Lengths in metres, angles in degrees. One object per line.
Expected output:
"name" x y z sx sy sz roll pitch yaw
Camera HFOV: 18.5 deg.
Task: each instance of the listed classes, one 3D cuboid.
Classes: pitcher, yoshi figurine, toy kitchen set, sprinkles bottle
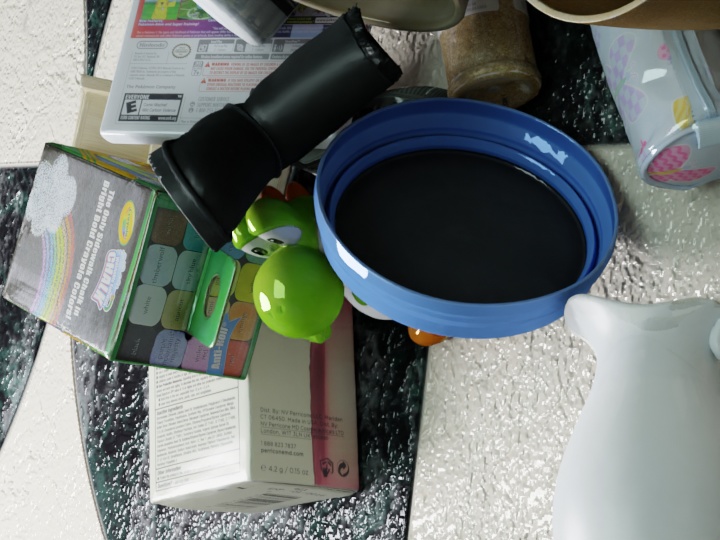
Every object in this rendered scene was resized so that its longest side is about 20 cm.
"pitcher" 0.197 0.109 1.306 0.171 0.121 0.201 -13 60 33
"yoshi figurine" -0.004 0.015 1.495 0.113 0.199 0.112 -60 37 16
"toy kitchen set" -0.151 -0.049 1.794 0.200 0.179 0.164 93 -171 -87
"sprinkles bottle" 0.079 -0.212 1.552 0.068 0.068 0.201 -29 61 43

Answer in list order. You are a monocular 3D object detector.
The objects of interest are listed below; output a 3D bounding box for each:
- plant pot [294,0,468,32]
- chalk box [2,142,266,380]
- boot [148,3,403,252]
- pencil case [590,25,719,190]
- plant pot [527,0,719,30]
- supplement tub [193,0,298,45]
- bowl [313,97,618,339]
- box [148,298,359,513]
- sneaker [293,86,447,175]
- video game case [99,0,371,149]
"plant pot" 0.003 -0.273 1.430 0.199 0.199 0.175 8 73 51
"chalk box" -0.140 -0.001 1.561 0.200 0.123 0.125 24 99 48
"boot" -0.049 -0.095 1.418 0.162 0.074 0.198 -34 10 5
"pencil case" 0.191 -0.151 1.391 0.091 0.083 0.201 121 140 -58
"plant pot" 0.212 -0.217 1.288 0.186 0.199 0.188 -14 72 49
"supplement tub" -0.056 -0.270 1.564 0.200 0.122 0.122 -51 44 1
"bowl" 0.067 -0.034 1.440 0.040 0.199 0.201 99 150 -44
"box" -0.082 0.073 1.654 0.127 0.109 0.201 -17 69 47
"sneaker" -0.004 -0.101 1.610 0.199 0.090 0.067 -2 81 50
"video game case" -0.084 -0.177 1.627 0.199 0.023 0.183 3 70 26
